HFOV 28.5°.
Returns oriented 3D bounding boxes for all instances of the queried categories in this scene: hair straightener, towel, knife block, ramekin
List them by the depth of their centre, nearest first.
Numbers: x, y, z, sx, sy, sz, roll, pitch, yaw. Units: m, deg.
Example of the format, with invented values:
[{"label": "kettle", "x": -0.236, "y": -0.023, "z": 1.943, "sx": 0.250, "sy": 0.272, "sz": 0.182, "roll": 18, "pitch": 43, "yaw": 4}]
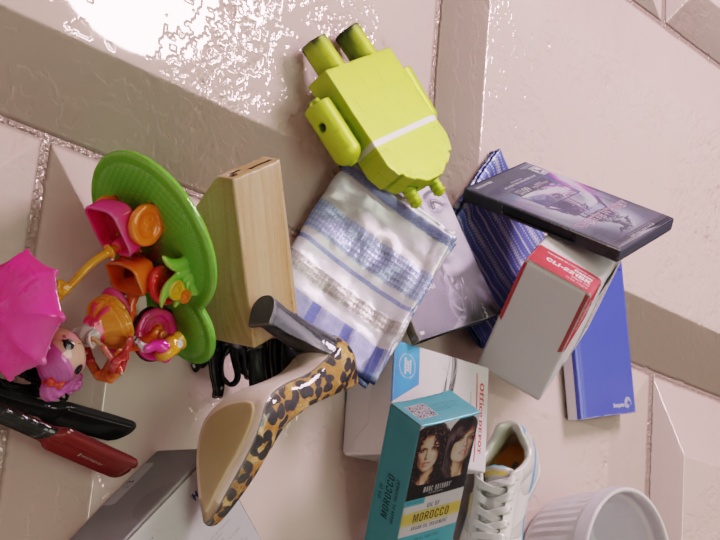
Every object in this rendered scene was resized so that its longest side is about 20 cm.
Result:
[{"label": "hair straightener", "x": -0.265, "y": 0.105, "z": 1.150, "sx": 0.199, "sy": 0.041, "sz": 0.078, "roll": 26, "pitch": 44, "yaw": -37}, {"label": "knife block", "x": -0.092, "y": 0.025, "z": 1.251, "sx": 0.176, "sy": 0.200, "sz": 0.064, "roll": 50, "pitch": 43, "yaw": 10}, {"label": "towel", "x": 0.000, "y": 0.000, "z": 1.412, "sx": 0.146, "sy": 0.024, "sz": 0.201, "roll": 35, "pitch": 61, "yaw": -7}, {"label": "towel", "x": 0.150, "y": -0.027, "z": 1.640, "sx": 0.146, "sy": 0.024, "sz": 0.201, "roll": 57, "pitch": 47, "yaw": -27}, {"label": "ramekin", "x": 0.271, "y": 0.355, "z": 1.653, "sx": 0.199, "sy": 0.104, "sz": 0.203, "roll": 11, "pitch": 75, "yaw": -47}]

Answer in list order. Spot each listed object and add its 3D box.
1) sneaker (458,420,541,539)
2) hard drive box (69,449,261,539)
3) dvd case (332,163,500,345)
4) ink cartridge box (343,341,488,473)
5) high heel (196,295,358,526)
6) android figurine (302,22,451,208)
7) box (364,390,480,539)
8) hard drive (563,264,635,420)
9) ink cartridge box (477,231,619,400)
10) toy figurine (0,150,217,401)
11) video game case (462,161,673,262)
[{"label": "sneaker", "x": 0.145, "y": 0.258, "z": 1.536, "sx": 0.081, "sy": 0.075, "sz": 0.202, "roll": 71, "pitch": 29, "yaw": -45}, {"label": "hard drive box", "x": -0.151, "y": 0.280, "z": 1.210, "sx": 0.156, "sy": 0.076, "sz": 0.202, "roll": -44, "pitch": 116, "yaw": -43}, {"label": "dvd case", "x": 0.062, "y": -0.029, "z": 1.499, "sx": 0.148, "sy": 0.016, "sz": 0.202, "roll": -14, "pitch": 75, "yaw": -48}, {"label": "ink cartridge box", "x": 0.074, "y": 0.149, "z": 1.491, "sx": 0.199, "sy": 0.066, "sz": 0.118, "roll": 18, "pitch": 70, "yaw": -45}, {"label": "high heel", "x": -0.064, "y": 0.139, "z": 1.223, "sx": 0.142, "sy": 0.071, "sz": 0.202, "roll": 36, "pitch": 65, "yaw": -44}, {"label": "android figurine", "x": 0.021, "y": -0.157, "z": 1.458, "sx": 0.201, "sy": 0.041, "sz": 0.182, "roll": 57, "pitch": 39, "yaw": 1}, {"label": "box", "x": 0.057, "y": 0.224, "z": 1.401, "sx": 0.082, "sy": 0.049, "sz": 0.203, "roll": -8, "pitch": 118, "yaw": -38}, {"label": "hard drive", "x": 0.296, "y": 0.082, "z": 1.785, "sx": 0.131, "sy": 0.025, "sz": 0.203, "roll": 1, "pitch": 83, "yaw": -49}, {"label": "ink cartridge box", "x": 0.220, "y": 0.030, "z": 1.584, "sx": 0.200, "sy": 0.083, "sz": 0.146, "roll": -43, "pitch": 158, "yaw": -59}, {"label": "toy figurine", "x": -0.223, "y": 0.034, "z": 1.139, "sx": 0.184, "sy": 0.149, "sz": 0.202, "roll": -36, "pitch": 125, "yaw": -37}, {"label": "video game case", "x": 0.234, "y": -0.069, "z": 1.592, "sx": 0.142, "sy": 0.198, "sz": 0.019, "roll": -24, "pitch": 130, "yaw": -50}]
